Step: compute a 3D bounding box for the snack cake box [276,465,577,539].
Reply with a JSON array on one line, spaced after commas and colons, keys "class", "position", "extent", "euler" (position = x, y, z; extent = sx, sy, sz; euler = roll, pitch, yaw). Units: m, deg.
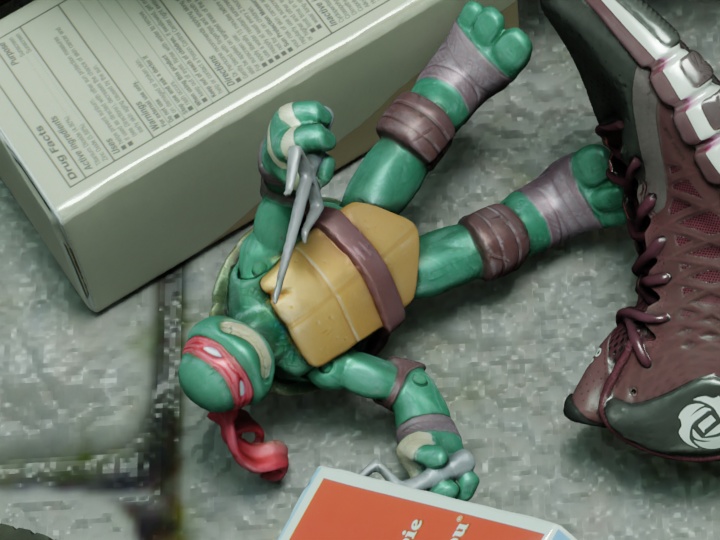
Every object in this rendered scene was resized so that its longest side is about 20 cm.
[{"class": "snack cake box", "position": [-0.005, 0.167, 0.757], "extent": [0.115, 0.067, 0.200], "euler": [8, 62, 51]}]

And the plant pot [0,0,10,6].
[{"class": "plant pot", "position": [-0.118, -0.199, 0.905], "extent": [0.198, 0.200, 0.200], "euler": [-3, 53, 48]}]

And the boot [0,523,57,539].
[{"class": "boot", "position": [-0.142, 0.155, 0.841], "extent": [0.200, 0.077, 0.138], "euler": [16, 69, 27]}]

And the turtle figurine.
[{"class": "turtle figurine", "position": [0.000, 0.000, 0.877], "extent": [0.200, 0.150, 0.101], "euler": [-42, 27, -28]}]

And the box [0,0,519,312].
[{"class": "box", "position": [-0.046, -0.082, 0.947], "extent": [0.200, 0.078, 0.095], "euler": [-30, 63, -10]}]

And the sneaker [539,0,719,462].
[{"class": "sneaker", "position": [0.100, -0.005, 0.865], "extent": [0.115, 0.076, 0.200], "euler": [-39, 87, 7]}]
